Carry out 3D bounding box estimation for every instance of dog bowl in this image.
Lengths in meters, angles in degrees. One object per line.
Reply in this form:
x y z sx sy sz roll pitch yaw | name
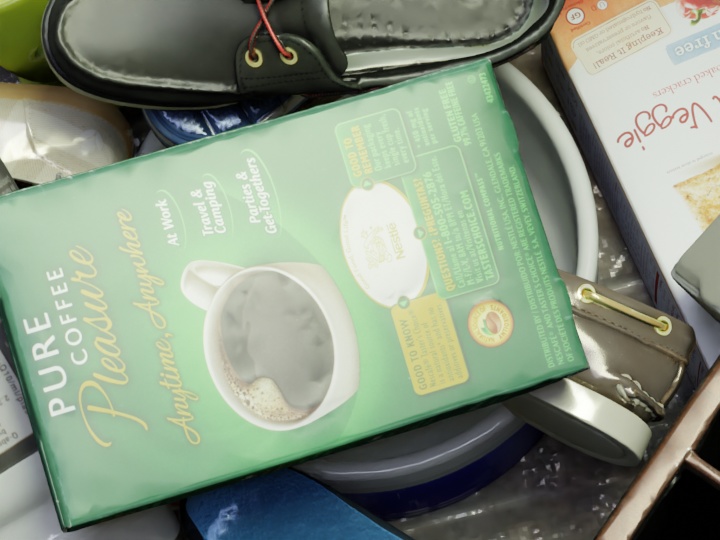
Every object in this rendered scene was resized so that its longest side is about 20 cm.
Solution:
0.000 0.000 1.133 0.198 0.079 0.202 -1 70 4 | dog bowl

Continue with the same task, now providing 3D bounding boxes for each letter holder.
0.169 0.125 1.006 0.142 0.200 0.101 34 79 15 | letter holder

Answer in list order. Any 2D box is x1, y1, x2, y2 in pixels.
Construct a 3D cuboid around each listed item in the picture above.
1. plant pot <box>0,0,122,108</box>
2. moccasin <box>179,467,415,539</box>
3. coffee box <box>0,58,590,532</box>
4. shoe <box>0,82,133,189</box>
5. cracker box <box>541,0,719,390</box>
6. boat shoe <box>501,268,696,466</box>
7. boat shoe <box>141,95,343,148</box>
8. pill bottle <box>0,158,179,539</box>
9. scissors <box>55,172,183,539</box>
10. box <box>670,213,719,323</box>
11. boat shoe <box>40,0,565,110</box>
-0.100 -0.187 1.154 0.199 0.182 0.200 -26 70 -4 | plant pot
0.014 0.137 1.076 0.200 0.068 0.081 45 75 -11 | moccasin
-0.030 0.009 0.979 0.199 0.044 0.124 -18 85 -10 | coffee box
-0.194 -0.047 1.100 0.198 0.070 0.054 4 49 6 | shoe
0.174 -0.042 1.144 0.133 0.058 0.201 -23 71 -3 | cracker box
0.033 0.002 1.049 0.199 0.072 0.060 29 78 9 | boat shoe
-0.003 -0.113 1.087 0.199 0.072 0.073 -29 88 -6 | boat shoe
-0.157 0.036 1.033 0.116 0.116 0.201 -30 97 -6 | pill bottle
-0.085 0.057 1.084 0.073 0.201 0.014 12 29 24 | scissors
0.234 0.035 1.025 0.200 0.128 0.109 42 92 -13 | box
-0.021 -0.102 1.017 0.200 0.063 0.074 -6 94 -4 | boat shoe
